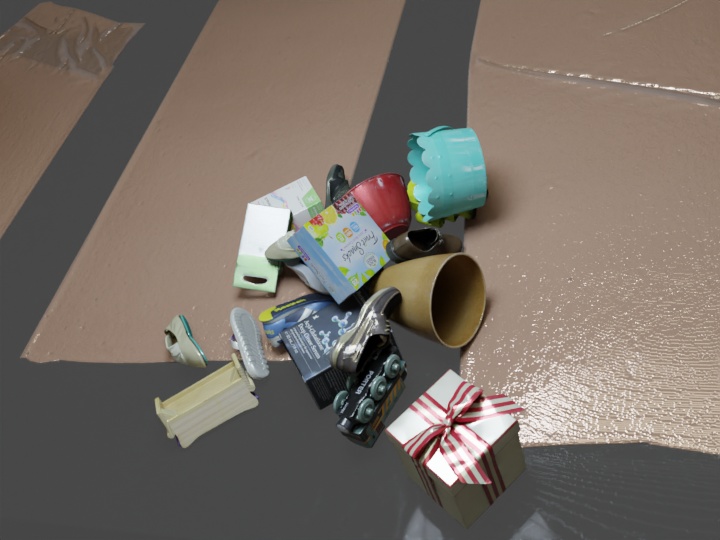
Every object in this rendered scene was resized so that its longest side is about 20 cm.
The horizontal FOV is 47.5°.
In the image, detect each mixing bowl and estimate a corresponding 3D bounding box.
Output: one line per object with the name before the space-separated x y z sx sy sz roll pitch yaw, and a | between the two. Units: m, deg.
mixing bowl | 0.040 -0.113 1.830 0.200 0.200 0.109 -30 67 -8

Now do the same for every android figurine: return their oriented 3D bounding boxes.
android figurine | 0.192 -0.178 1.917 0.199 0.041 0.182 17 58 29

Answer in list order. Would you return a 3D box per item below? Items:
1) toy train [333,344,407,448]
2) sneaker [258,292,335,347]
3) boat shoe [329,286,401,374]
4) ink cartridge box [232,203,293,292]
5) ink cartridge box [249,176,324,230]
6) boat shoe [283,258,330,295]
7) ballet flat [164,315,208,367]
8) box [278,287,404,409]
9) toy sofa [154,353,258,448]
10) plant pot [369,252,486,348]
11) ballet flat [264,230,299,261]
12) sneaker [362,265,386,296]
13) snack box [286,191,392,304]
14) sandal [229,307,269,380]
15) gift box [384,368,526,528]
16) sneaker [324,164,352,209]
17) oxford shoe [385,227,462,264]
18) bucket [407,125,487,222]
toy train | 0.023 0.237 1.549 0.085 0.114 0.200 10 52 35
sneaker | -0.120 0.102 1.762 0.199 0.083 0.074 -19 15 -21
boat shoe | 0.024 0.119 1.544 0.073 0.075 0.200 28 67 27
ink cartridge box | -0.226 -0.048 1.897 0.103 0.059 0.201 9 79 2
ink cartridge box | -0.195 -0.136 2.002 0.199 0.067 0.117 -27 47 -5
boat shoe | -0.095 0.006 1.834 0.074 0.065 0.200 -47 45 -3
ballet flat | -0.386 0.166 1.780 0.069 0.070 0.200 -32 32 -10
box | -0.039 0.156 1.651 0.199 0.107 0.149 -29 45 -8
toy sofa | -0.314 0.268 1.681 0.199 0.098 0.083 -30 21 -8
plant pot | 0.122 0.053 1.659 0.199 0.187 0.187 5 49 43
ballet flat | -0.127 -0.061 1.809 0.199 0.070 0.070 -1 49 19
sneaker | 0.000 0.000 1.816 0.091 0.076 0.200 -33 49 -27
snack box | -0.032 -0.049 1.678 0.068 0.169 0.200 -38 1 39
sandal | -0.251 0.159 1.756 0.050 0.082 0.203 -41 42 17
gift box | 0.178 0.299 1.386 0.200 0.187 0.185 29 64 38
sneaker | -0.027 -0.178 1.978 0.114 0.076 0.200 -8 50 10
oxford shoe | 0.155 -0.053 1.740 0.199 0.084 0.073 -6 67 -41
bucket | 0.189 -0.216 1.797 0.134 0.208 0.208 -10 45 -5
